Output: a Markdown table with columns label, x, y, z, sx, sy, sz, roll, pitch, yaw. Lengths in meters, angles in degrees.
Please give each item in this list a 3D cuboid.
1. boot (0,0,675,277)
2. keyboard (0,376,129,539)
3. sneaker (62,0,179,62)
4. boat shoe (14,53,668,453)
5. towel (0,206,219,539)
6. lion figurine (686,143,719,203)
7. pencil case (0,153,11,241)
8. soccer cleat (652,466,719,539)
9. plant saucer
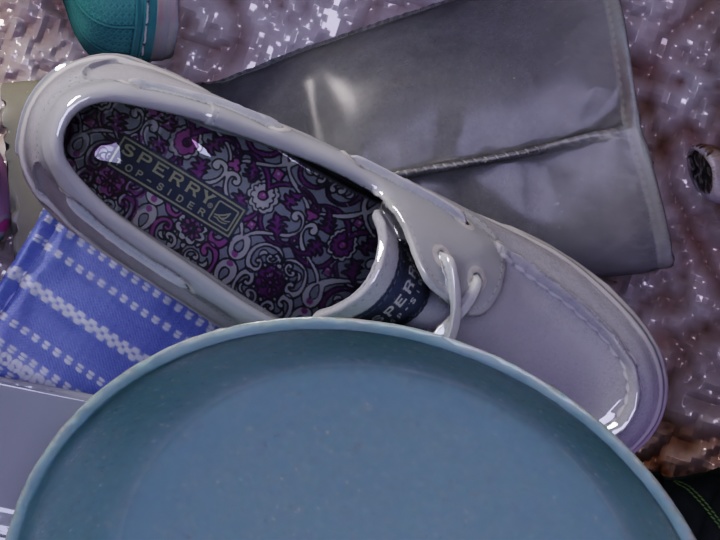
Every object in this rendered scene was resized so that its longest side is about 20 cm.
| label | x | y | z | sx | sy | sz | roll | pitch | yaw |
| --- | --- | --- | --- | --- | --- | --- | --- | --- | --- |
| boot | -0.004 | 0.005 | 0.828 | 0.199 | 0.073 | 0.182 | -6 | 87 | -4 |
| keyboard | -0.017 | 0.075 | 0.765 | 0.199 | 0.011 | 0.056 | 12 | 96 | -5 |
| sneaker | -0.116 | -0.147 | 0.822 | 0.080 | 0.071 | 0.200 | -18 | 79 | -15 |
| boat shoe | 0.000 | 0.000 | 0.737 | 0.200 | 0.069 | 0.072 | 34 | 91 | -11 |
| towel | -0.058 | 0.061 | 0.783 | 0.145 | 0.024 | 0.200 | 33 | 91 | -10 |
| lion figurine | 0.163 | -0.066 | 0.804 | 0.122 | 0.200 | 0.072 | -18 | 42 | -22 |
| pencil case | -0.158 | -0.053 | 0.768 | 0.087 | 0.200 | 0.088 | -2 | 68 | 4 |
| soccer cleat | 0.050 | 0.085 | 0.814 | 0.200 | 0.068 | 0.081 | -23 | 85 | 4 |
| plant saucer | 0.002 | 0.098 | 0.728 | 0.199 | 0.036 | 0.201 | 5 | 112 | 11 |
